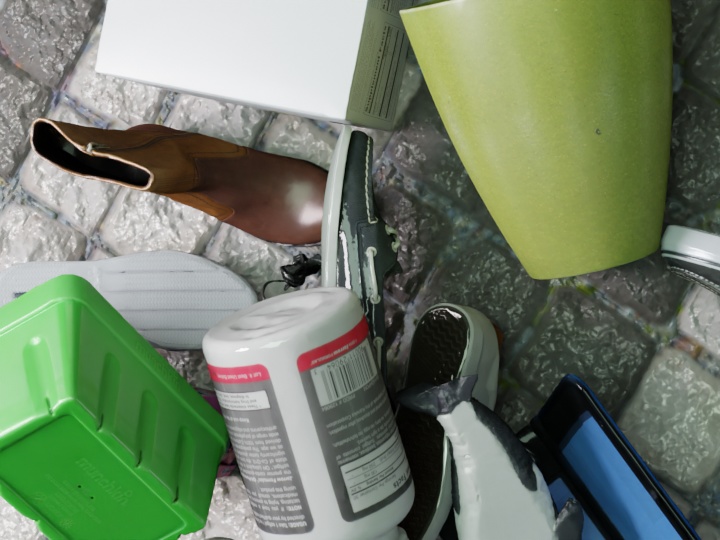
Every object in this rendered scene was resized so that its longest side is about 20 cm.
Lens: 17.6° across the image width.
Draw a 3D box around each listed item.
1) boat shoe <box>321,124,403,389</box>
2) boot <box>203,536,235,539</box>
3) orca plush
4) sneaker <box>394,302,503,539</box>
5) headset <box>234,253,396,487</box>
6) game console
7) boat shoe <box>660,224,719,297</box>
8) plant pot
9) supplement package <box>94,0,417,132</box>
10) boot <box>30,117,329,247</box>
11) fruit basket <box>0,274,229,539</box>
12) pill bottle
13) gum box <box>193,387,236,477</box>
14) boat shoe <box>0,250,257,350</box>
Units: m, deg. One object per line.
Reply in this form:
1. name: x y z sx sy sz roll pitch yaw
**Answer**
1. boat shoe: 0.000 0.000 1.631 0.060 0.076 0.202 5 88 -2
2. boot: -0.114 0.266 1.642 0.072 0.200 0.184 11 92 -3
3. orca plush: 0.081 0.155 1.583 0.105 0.071 0.200 -37 109 0
4. sneaker: 0.058 0.125 1.645 0.072 0.084 0.201 23 95 31
5. headset: -0.033 0.092 1.699 0.122 0.094 0.202 -8 101 12
6. game console: 0.151 0.197 1.598 0.170 0.118 0.201 -39 77 13
7. boat shoe: 0.288 0.033 1.581 0.199 0.072 0.071 26 92 15
8. plant pot: 0.140 -0.103 1.593 0.186 0.187 0.202 -12 97 17
9. supplement package: -0.070 -0.196 1.686 0.198 0.111 0.157 12 92 18
10. boot: -0.112 -0.069 1.648 0.187 0.200 0.069 26 96 17
11. fruit basket: -0.201 0.084 1.583 0.155 0.215 0.217 -28 80 15
12. pill bottle: -0.027 0.121 1.548 0.110 0.111 0.202 -12 104 17
13. gum box: -0.193 0.110 1.715 0.198 0.113 0.067 8 90 18
14. boat shoe: -0.174 0.021 1.729 0.198 0.071 0.073 5 84 0
